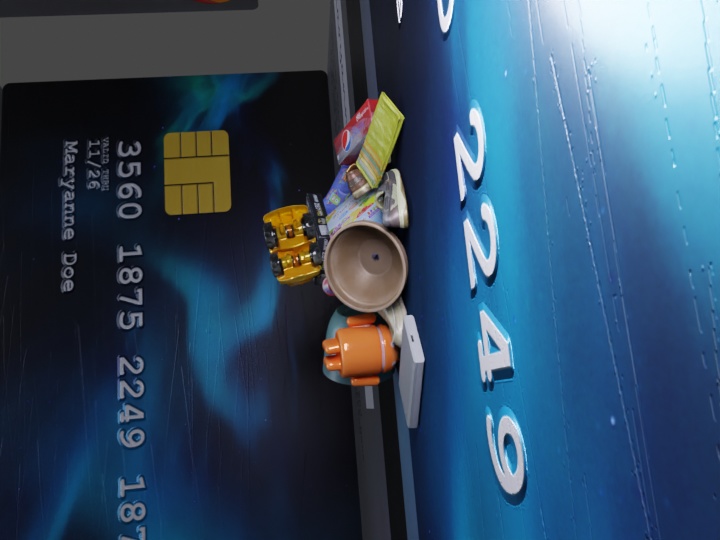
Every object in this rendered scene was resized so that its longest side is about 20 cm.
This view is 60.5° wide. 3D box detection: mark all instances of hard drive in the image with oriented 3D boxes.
[{"bbox_3d":[0.108,0.218,1.325,0.134,0.025,0.205,-100,9,-51],"label":"hard drive"}]

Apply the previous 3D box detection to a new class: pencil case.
[{"bbox_3d":[-0.052,-0.228,1.771,0.204,0.085,0.078,-60,-6,16],"label":"pencil case"}]

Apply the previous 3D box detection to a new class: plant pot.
[{"bbox_3d":[0.023,-0.018,1.395,0.093,0.194,0.208,-37,-52,-62],"label":"plant pot"},{"bbox_3d":[-0.003,0.181,1.621,0.201,0.193,0.167,-113,23,-73],"label":"plant pot"}]

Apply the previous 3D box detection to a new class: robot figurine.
[{"bbox_3d":[0.008,0.189,1.471,0.118,0.193,0.148,104,158,-58],"label":"robot figurine"}]

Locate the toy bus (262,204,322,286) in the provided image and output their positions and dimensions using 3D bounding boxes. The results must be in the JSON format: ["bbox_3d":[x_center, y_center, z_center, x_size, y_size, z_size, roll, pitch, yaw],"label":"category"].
[{"bbox_3d":[-0.172,-0.034,1.613,0.194,0.131,0.205,91,165,-61],"label":"toy bus"}]

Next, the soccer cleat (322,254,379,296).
[{"bbox_3d":[0.000,0.008,1.486,0.076,0.194,0.069,153,95,-82],"label":"soccer cleat"}]

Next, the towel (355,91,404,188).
[{"bbox_3d":[0.038,-0.282,1.361,0.087,0.018,0.202,53,144,24],"label":"towel"}]

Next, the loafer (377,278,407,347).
[{"bbox_3d":[0.068,0.088,1.440,0.077,0.066,0.205,93,172,-52],"label":"loafer"}]

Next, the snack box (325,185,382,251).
[{"bbox_3d":[-0.002,-0.134,1.524,0.068,0.167,0.201,48,-172,-19],"label":"snack box"}]

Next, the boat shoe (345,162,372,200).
[{"bbox_3d":[0.000,-0.234,1.515,0.068,0.071,0.201,54,-166,-13],"label":"boat shoe"}]

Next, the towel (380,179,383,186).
[{"bbox_3d":[0.039,-0.206,1.724,0.193,0.033,0.208,-118,25,-77],"label":"towel"}]

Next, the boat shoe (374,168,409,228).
[{"bbox_3d":[0.062,-0.159,1.340,0.204,0.063,0.074,-100,5,-53],"label":"boat shoe"}]

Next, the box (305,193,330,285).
[{"bbox_3d":[-0.119,-0.088,1.699,0.203,0.047,0.165,-111,26,-48],"label":"box"}]

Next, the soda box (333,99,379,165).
[{"bbox_3d":[0.006,-0.326,1.476,0.199,0.062,0.072,-34,65,58],"label":"soda box"}]
